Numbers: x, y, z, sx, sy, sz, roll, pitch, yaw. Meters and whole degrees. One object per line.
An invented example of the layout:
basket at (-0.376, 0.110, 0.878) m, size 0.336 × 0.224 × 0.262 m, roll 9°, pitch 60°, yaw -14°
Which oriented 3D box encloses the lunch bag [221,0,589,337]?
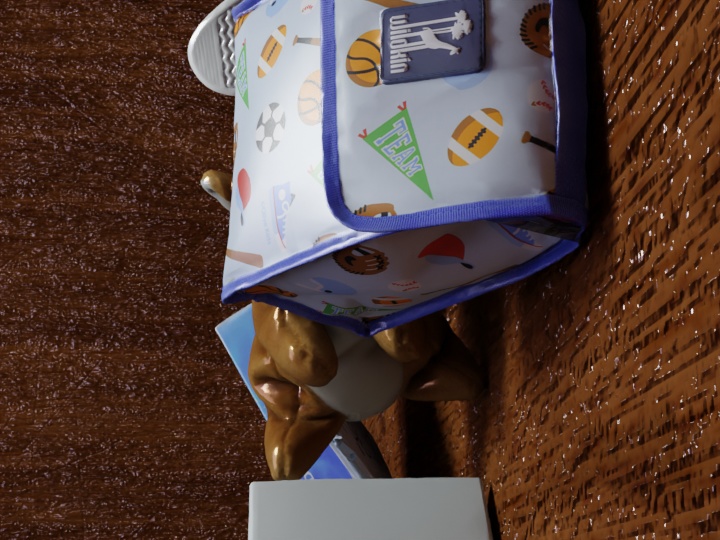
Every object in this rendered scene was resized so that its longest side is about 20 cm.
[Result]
lunch bag at (0.023, -0.076, 0.613) m, size 0.200 × 0.124 × 0.170 m, roll -20°, pitch 64°, yaw 50°

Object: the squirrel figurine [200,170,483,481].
squirrel figurine at (-0.029, -0.011, 0.801) m, size 0.200 × 0.141 × 0.187 m, roll -105°, pitch -7°, yaw -51°

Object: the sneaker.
sneaker at (-0.015, -0.176, 0.868) m, size 0.074 × 0.200 × 0.118 m, roll 63°, pitch -175°, yaw -12°

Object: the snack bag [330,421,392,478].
snack bag at (-0.011, 0.131, 1.023) m, size 0.189 × 0.021 × 0.200 m, roll 58°, pitch 180°, yaw -32°

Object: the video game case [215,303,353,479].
video game case at (-0.040, 0.137, 1.153) m, size 0.200 × 0.045 × 0.181 m, roll 59°, pitch -176°, yaw 16°

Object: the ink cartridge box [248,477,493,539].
ink cartridge box at (0.006, 0.236, 0.743) m, size 0.200 × 0.144 × 0.145 m, roll -94°, pitch 6°, yaw -53°
